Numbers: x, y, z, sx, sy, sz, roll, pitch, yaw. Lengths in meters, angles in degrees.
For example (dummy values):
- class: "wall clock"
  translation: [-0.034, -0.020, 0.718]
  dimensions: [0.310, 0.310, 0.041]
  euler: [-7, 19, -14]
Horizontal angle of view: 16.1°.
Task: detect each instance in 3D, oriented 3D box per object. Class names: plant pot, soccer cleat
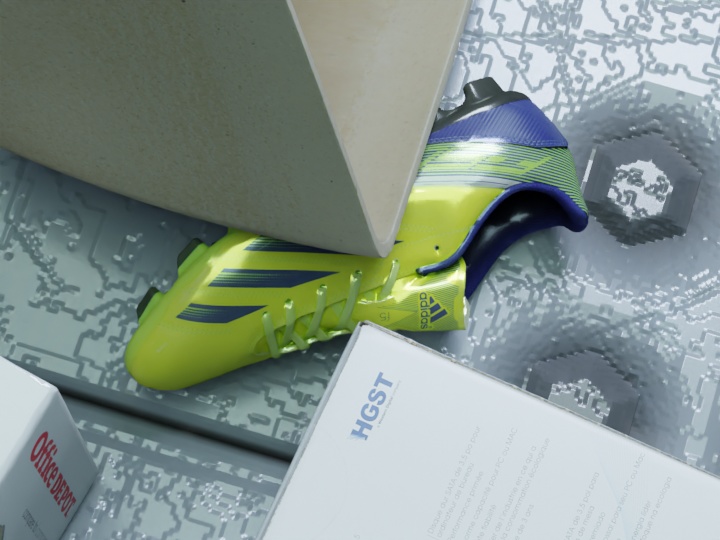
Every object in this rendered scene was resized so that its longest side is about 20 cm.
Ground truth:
- class: "plant pot"
  translation: [-0.072, -0.141, 0.985]
  dimensions: [0.177, 0.200, 0.200]
  euler: [0, 48, 21]
- class: "soccer cleat"
  translation: [0.000, 0.000, 1.020]
  dimensions: [0.200, 0.065, 0.084]
  euler: [-31, 76, -9]

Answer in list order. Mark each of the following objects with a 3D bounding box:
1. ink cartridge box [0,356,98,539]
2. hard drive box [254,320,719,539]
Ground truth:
- class: "ink cartridge box"
  translation: [-0.187, 0.122, 0.941]
  dimensions: [0.087, 0.145, 0.200]
  euler: [27, 75, 8]
- class: "hard drive box"
  translation: [0.058, 0.133, 0.972]
  dimensions: [0.200, 0.077, 0.156]
  euler: [24, 74, 7]
